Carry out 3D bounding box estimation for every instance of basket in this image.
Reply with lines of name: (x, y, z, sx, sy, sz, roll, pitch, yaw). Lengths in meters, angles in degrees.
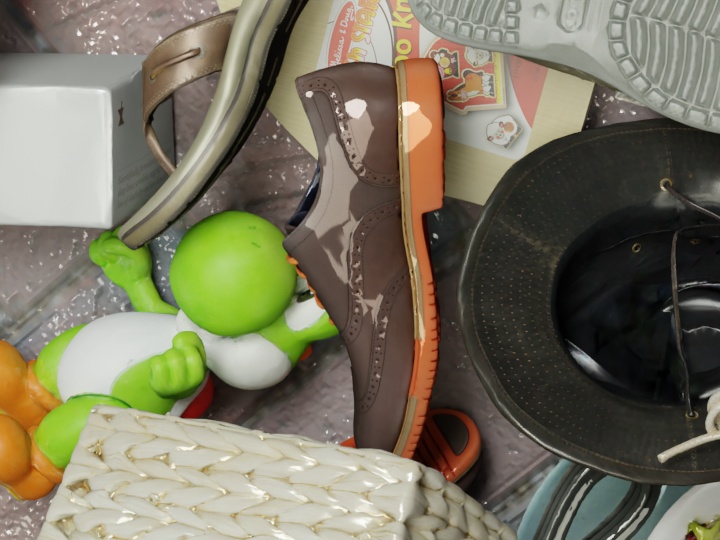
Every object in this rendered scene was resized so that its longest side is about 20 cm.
basket: (-0.040, 0.147, 1.222, 0.200, 0.136, 0.124, 9, 72, 31)

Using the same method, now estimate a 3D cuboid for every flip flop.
flip flop: (-0.067, -0.102, 1.237, 0.058, 0.081, 0.200, 25, 104, 2)

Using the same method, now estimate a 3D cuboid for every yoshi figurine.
yoshi figurine: (-0.101, 0.028, 1.297, 0.200, 0.112, 0.113, -25, 87, 11)

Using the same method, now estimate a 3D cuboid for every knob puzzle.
knob puzzle: (0.022, -0.134, 1.266, 0.219, 0.030, 0.220, 3, 105, 13)

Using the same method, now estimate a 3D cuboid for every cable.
cable: (0.073, 0.165, 1.277, 0.097, 0.050, 0.200, 15, 100, -14)

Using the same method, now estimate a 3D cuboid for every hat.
hat: (0.143, 0.023, 1.237, 0.200, 0.081, 0.201, 1, 68, -1)

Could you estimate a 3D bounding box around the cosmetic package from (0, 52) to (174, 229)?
cosmetic package: (-0.199, -0.065, 1.300, 0.200, 0.102, 0.074, 4, 104, 14)

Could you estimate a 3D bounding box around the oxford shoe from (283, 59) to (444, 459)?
oxford shoe: (0.000, 0.000, 1.243, 0.072, 0.071, 0.200, 0, 104, -3)

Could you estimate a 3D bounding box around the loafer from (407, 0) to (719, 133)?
loafer: (0.122, -0.114, 1.196, 0.200, 0.070, 0.075, 20, 100, 12)

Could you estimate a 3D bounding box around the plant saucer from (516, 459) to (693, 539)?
plant saucer: (0.173, 0.156, 1.295, 0.201, 0.039, 0.201, 3, 103, 13)

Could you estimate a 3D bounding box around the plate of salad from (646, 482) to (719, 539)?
plate of salad: (0.219, 0.178, 1.239, 0.200, 0.048, 0.200, 5, 108, 16)

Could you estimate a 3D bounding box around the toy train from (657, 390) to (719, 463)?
toy train: (0.202, -0.007, 1.155, 0.200, 0.085, 0.116, -22, 76, 8)

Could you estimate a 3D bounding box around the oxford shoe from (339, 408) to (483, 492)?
oxford shoe: (-0.009, 0.147, 1.334, 0.200, 0.071, 0.073, -40, 129, 10)
